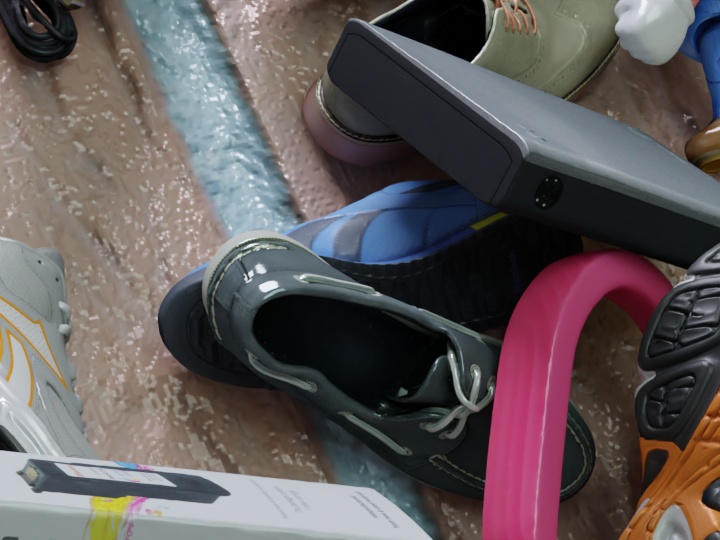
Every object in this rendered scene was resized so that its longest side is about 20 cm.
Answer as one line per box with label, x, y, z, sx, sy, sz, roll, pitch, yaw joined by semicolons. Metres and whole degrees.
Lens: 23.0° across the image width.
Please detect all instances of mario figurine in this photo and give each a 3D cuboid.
mario figurine;0.169;-0.144;0.934;0.105;0.124;0.202;-9;77;-6

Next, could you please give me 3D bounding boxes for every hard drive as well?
hard drive;0.096;-0.049;0.802;0.199;0.033;0.139;15;19;-41

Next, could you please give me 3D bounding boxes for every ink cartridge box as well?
ink cartridge box;-0.088;0.148;0.628;0.198;0.083;0.147;8;94;-18

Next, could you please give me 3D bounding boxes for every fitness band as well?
fitness band;0.111;0.090;0.757;0.143;0.037;0.202;24;65;-42

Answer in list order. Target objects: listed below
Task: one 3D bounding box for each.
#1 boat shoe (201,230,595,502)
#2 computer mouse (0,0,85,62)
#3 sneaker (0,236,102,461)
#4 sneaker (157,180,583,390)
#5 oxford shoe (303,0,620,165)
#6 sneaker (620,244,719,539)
boat shoe;0.023;0.052;0.749;0.199;0.062;0.073;31;95;-19
computer mouse;-0.219;-0.106;0.782;0.110;0.044;0.200;49;50;4
sneaker;-0.139;0.035;0.716;0.092;0.076;0.200;-34;79;-38
sneaker;0.000;0.000;0.807;0.198;0.067;0.078;-14;28;-16
oxford shoe;0.066;-0.111;0.879;0.199;0.074;0.071;-27;72;-33
sneaker;0.157;0.084;0.726;0.092;0.075;0.202;32;72;-48
